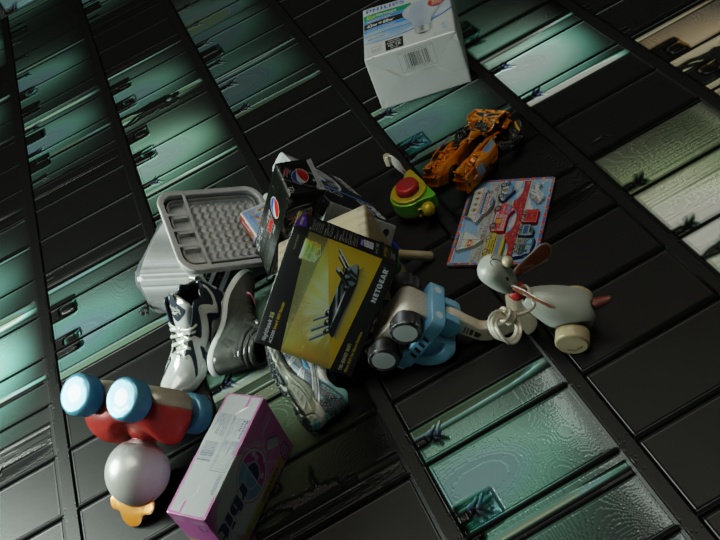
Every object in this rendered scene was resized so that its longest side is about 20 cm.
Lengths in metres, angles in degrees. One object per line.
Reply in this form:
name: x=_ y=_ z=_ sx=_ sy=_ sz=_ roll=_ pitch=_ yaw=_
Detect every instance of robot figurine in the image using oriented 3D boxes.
robot figurine: x=0.202 y=-0.220 z=1.603 sx=0.143 sy=0.059 sz=0.201 roll=11 pitch=52 yaw=42

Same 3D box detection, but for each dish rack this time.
dish rack: x=-0.242 y=-0.064 z=1.548 sx=0.197 sy=0.044 sz=0.173 roll=-8 pitch=55 yaw=-30

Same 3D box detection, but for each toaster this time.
toaster: x=-0.310 y=-0.006 z=1.599 sx=0.126 sy=0.115 sz=0.202 roll=-3 pitch=44 yaw=20

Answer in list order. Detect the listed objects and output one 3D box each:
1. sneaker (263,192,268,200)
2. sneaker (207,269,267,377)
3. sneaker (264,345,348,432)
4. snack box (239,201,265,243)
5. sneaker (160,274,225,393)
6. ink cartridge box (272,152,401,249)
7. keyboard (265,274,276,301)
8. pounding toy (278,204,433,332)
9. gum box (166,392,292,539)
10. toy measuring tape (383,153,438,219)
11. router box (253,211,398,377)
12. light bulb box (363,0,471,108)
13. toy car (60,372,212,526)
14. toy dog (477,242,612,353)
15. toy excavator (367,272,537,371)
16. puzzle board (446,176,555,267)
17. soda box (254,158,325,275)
sneaker: x=-0.123 y=-0.091 z=1.612 sx=0.198 sy=0.076 sz=0.082 roll=0 pitch=59 yaw=52
sneaker: x=-0.178 y=0.084 z=1.478 sx=0.097 sy=0.071 sz=0.203 roll=-4 pitch=51 yaw=20
sneaker: x=-0.083 y=0.156 z=1.363 sx=0.085 sy=0.079 sz=0.201 roll=-23 pitch=47 yaw=-17
snack box: x=-0.125 y=-0.032 z=1.523 sx=0.071 sy=0.024 sz=0.201 roll=-25 pitch=66 yaw=-26
sneaker: x=-0.288 y=0.097 z=1.456 sx=0.078 sy=0.130 sz=0.201 roll=14 pitch=63 yaw=35
ink cartridge box: x=-0.028 y=-0.113 z=1.516 sx=0.044 sy=0.198 sz=0.198 roll=-58 pitch=42 yaw=13
keyboard: x=-0.085 y=0.000 z=1.553 sx=0.103 sy=0.040 sz=0.201 roll=29 pitch=60 yaw=16
pounding toy: x=0.000 y=0.000 z=1.406 sx=0.197 sy=0.185 sz=0.144 roll=-23 pitch=40 yaw=15
gum box: x=-0.172 y=0.277 z=1.236 sx=0.065 sy=0.115 sz=0.202 roll=3 pitch=48 yaw=27
toy measuring tape: x=0.070 y=-0.144 z=1.589 sx=0.073 sy=0.074 sz=0.200 roll=-32 pitch=41 yaw=-8
router box: x=-0.050 y=0.036 z=1.293 sx=0.154 sy=0.203 sz=0.052 roll=19 pitch=27 yaw=-4
light bulb box: x=0.113 y=-0.463 z=1.853 sx=0.194 sy=0.126 sz=0.202 roll=-15 pitch=43 yaw=12
toy car: x=-0.338 y=0.268 z=1.323 sx=0.174 sy=0.184 sz=0.204 roll=1 pitch=75 yaw=27
toy dog: x=0.262 y=0.032 z=1.227 sx=0.096 sy=0.197 sz=0.134 roll=-40 pitch=49 yaw=44
toy excavator: x=0.131 y=0.079 z=1.312 sx=0.195 sy=0.197 sz=0.101 roll=-53 pitch=24 yaw=38
puzzle board: x=0.233 y=-0.084 z=1.484 sx=0.148 sy=0.018 sz=0.202 roll=0 pitch=46 yaw=26
soda box: x=-0.113 y=-0.081 z=1.418 sx=0.062 sy=0.201 sz=0.072 roll=-12 pitch=59 yaw=-25
